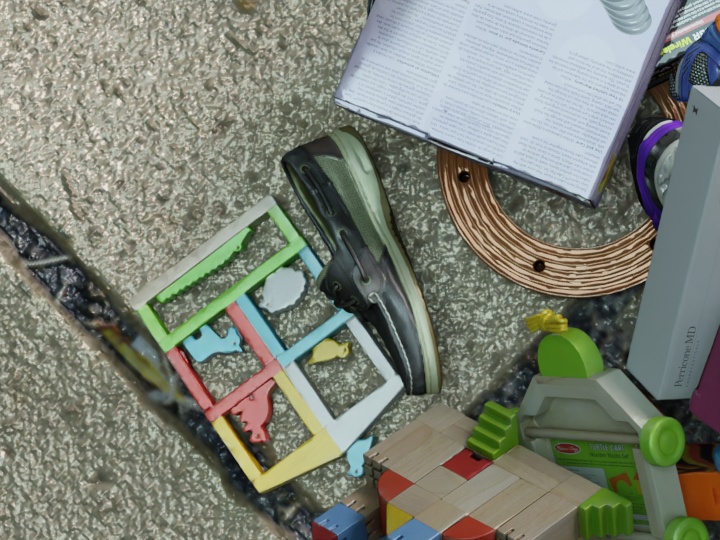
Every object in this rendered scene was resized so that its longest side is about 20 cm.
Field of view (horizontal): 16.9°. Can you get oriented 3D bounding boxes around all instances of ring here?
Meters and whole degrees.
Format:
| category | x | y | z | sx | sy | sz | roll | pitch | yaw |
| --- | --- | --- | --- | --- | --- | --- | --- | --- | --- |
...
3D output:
| category | x | y | z | sx | sy | sz | roll | pitch | yaw |
| --- | --- | --- | --- | --- | --- | --- | --- | --- | --- |
| ring | 0.153 | -0.080 | 1.692 | 0.199 | 0.019 | 0.202 | -1 | 85 | 9 |

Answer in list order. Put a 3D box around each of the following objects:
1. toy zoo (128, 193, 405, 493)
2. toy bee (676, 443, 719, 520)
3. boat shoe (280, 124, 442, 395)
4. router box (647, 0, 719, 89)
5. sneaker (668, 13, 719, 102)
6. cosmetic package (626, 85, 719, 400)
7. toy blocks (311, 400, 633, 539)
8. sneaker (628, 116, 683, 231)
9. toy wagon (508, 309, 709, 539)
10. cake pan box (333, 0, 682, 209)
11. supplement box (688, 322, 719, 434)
| category | x | y | z | sx | sy | sz | roll | pitch | yaw |
| --- | --- | --- | --- | --- | --- | --- | --- | --- | --- |
| toy zoo | -0.057 | 0.064 | 1.715 | 0.131 | 0.020 | 0.200 | -36 | 79 | 5 |
| toy bee | 0.280 | 0.143 | 1.617 | 0.199 | 0.109 | 0.132 | 21 | 117 | 25 |
| boat shoe | 0.000 | -0.001 | 1.680 | 0.066 | 0.072 | 0.202 | -18 | 75 | -8 |
| router box | 0.155 | -0.190 | 1.661 | 0.199 | 0.062 | 0.150 | -25 | 80 | 7 |
| sneaker | 0.280 | -0.086 | 1.624 | 0.078 | 0.075 | 0.200 | -32 | 107 | 26 |
| cosmetic package | 0.264 | -0.017 | 1.552 | 0.150 | 0.052 | 0.201 | -1 | 116 | -22 |
| toy blocks | 0.060 | 0.166 | 1.588 | 0.136 | 0.100 | 0.200 | -32 | 40 | -33 |
| sneaker | 0.236 | -0.027 | 1.627 | 0.069 | 0.100 | 0.201 | -34 | 121 | -6 |
| toy wagon | 0.156 | 0.119 | 1.601 | 0.039 | 0.155 | 0.201 | -21 | 102 | -35 |
| cake pan box | 0.099 | -0.160 | 1.610 | 0.199 | 0.052 | 0.185 | 21 | 87 | 10 |
| supplement box | 0.323 | 0.051 | 1.514 | 0.103 | 0.199 | 0.131 | 40 | 120 | 46 |
